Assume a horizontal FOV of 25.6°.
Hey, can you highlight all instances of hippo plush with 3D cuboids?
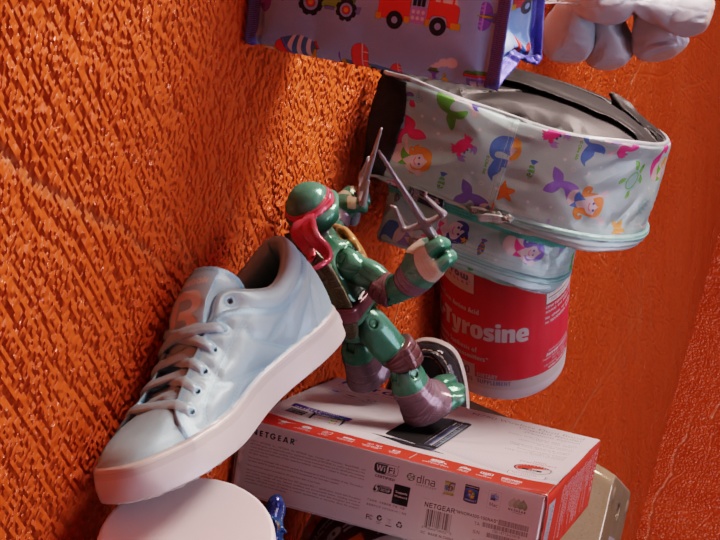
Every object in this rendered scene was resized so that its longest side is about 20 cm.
[{"bbox_3d":[0.228,-0.294,1.490,0.198,0.159,0.163,13,66,-31],"label":"hippo plush"}]

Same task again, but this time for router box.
[{"bbox_3d":[0.041,0.126,1.028,0.179,0.197,0.050,-14,115,-71],"label":"router box"}]

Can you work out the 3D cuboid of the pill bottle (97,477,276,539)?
[{"bbox_3d":[-0.084,0.214,0.830,0.120,0.118,0.202,-55,151,-49],"label":"pill bottle"}]

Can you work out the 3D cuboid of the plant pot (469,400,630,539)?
[{"bbox_3d":[0.139,0.236,1.426,0.200,0.175,0.203,43,60,-69],"label":"plant pot"}]

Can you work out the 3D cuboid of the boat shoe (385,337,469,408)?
[{"bbox_3d":[0.034,0.153,1.234,0.060,0.073,0.202,-28,135,-73],"label":"boat shoe"}]

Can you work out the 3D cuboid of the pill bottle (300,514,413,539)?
[{"bbox_3d":[0.022,0.212,1.008,0.200,0.113,0.116,-138,-122,-81],"label":"pill bottle"}]

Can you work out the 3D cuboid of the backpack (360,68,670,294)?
[{"bbox_3d":[0.109,-0.070,1.092,0.177,0.197,0.153,-33,133,-73],"label":"backpack"}]

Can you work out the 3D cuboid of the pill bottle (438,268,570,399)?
[{"bbox_3d":[0.120,-0.001,1.324,0.113,0.111,0.202,-57,152,-47],"label":"pill bottle"}]

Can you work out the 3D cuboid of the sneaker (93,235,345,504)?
[{"bbox_3d":[-0.085,0.046,0.838,0.200,0.073,0.083,-44,112,-52],"label":"sneaker"}]

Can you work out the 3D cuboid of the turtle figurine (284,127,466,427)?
[{"bbox_3d":[0.000,0.000,0.996,0.150,0.100,0.202,53,-14,54],"label":"turtle figurine"}]

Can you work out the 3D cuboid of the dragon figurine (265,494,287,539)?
[{"bbox_3d":[-0.077,0.230,0.960,0.099,0.058,0.203,13,88,-72],"label":"dragon figurine"}]

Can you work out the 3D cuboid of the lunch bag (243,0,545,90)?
[{"bbox_3d":[0.028,-0.215,0.851,0.094,0.149,0.203,-39,137,-62],"label":"lunch bag"}]
